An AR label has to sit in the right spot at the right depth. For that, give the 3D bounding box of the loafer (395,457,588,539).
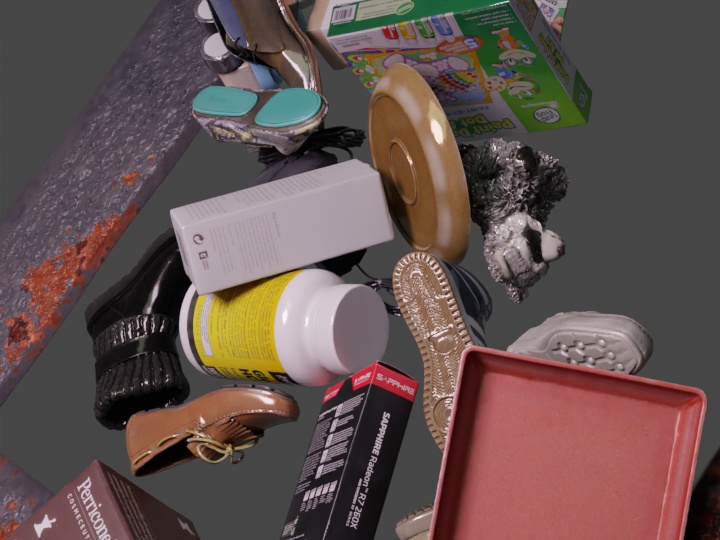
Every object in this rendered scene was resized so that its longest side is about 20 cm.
[{"bbox_3d":[0.130,0.205,1.244,0.198,0.076,0.069,-22,88,9],"label":"loafer"}]

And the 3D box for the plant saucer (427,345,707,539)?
[{"bbox_3d":[0.162,0.176,1.184,0.197,0.037,0.202,10,87,9],"label":"plant saucer"}]

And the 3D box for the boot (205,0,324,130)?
[{"bbox_3d":[-0.102,-0.234,1.614,0.096,0.075,0.202,-15,71,-8],"label":"boot"}]

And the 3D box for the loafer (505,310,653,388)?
[{"bbox_3d":[0.190,0.060,1.250,0.070,0.070,0.200,-40,10,-21],"label":"loafer"}]

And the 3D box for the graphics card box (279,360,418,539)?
[{"bbox_3d":[-0.017,0.192,1.323,0.125,0.051,0.202,-35,33,61],"label":"graphics card box"}]

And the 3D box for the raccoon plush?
[{"bbox_3d":[0.116,-0.046,1.418,0.199,0.096,0.135,7,73,49],"label":"raccoon plush"}]

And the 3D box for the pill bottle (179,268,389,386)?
[{"bbox_3d":[-0.073,0.054,1.436,0.199,0.112,0.113,1,61,41],"label":"pill bottle"}]

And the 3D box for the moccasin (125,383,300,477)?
[{"bbox_3d":[-0.148,0.162,1.456,0.200,0.074,0.079,-15,63,22],"label":"moccasin"}]

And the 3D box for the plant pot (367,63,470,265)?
[{"bbox_3d":[0.050,-0.097,1.416,0.027,0.201,0.201,-17,45,-16],"label":"plant pot"}]

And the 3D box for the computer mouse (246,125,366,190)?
[{"bbox_3d":[-0.082,-0.091,1.560,0.137,0.053,0.201,-7,42,27],"label":"computer mouse"}]

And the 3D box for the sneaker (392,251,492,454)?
[{"bbox_3d":[0.093,0.081,1.359,0.069,0.108,0.202,-19,82,19],"label":"sneaker"}]

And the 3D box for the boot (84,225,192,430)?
[{"bbox_3d":[-0.203,0.059,1.552,0.211,0.079,0.158,-42,39,18],"label":"boot"}]

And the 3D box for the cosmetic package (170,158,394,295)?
[{"bbox_3d":[-0.078,-0.045,1.438,0.198,0.072,0.101,-16,15,-9],"label":"cosmetic package"}]

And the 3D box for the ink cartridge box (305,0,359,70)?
[{"bbox_3d":[0.054,-0.318,1.636,0.198,0.075,0.166,-1,59,32],"label":"ink cartridge box"}]

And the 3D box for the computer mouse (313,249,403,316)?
[{"bbox_3d":[0.000,0.000,1.483,0.058,0.034,0.200,-36,41,-12],"label":"computer mouse"}]

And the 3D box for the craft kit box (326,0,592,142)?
[{"bbox_3d":[0.099,-0.200,1.445,0.198,0.197,0.049,-6,60,31],"label":"craft kit box"}]

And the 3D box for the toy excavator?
[{"bbox_3d":[-0.086,-0.302,1.720,0.198,0.100,0.196,-18,53,6],"label":"toy excavator"}]

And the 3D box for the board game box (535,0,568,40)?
[{"bbox_3d":[0.123,-0.316,1.536,0.198,0.029,0.136,18,64,-4],"label":"board game box"}]

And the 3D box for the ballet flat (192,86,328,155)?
[{"bbox_3d":[-0.095,-0.158,1.567,0.199,0.072,0.073,12,67,44],"label":"ballet flat"}]

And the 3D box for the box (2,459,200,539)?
[{"bbox_3d":[-0.242,0.320,1.349,0.200,0.164,0.166,-41,47,4],"label":"box"}]
